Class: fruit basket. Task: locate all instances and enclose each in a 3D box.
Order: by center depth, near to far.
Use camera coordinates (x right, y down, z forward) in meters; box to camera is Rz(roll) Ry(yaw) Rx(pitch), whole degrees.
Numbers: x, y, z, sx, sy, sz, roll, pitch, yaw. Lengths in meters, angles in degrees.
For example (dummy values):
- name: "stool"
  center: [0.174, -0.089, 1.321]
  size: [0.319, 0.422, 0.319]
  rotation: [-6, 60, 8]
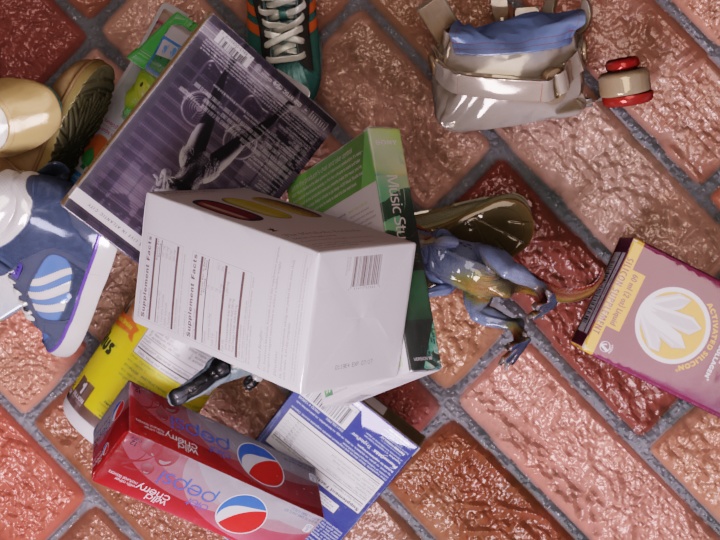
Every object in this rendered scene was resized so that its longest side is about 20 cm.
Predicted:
- name: "fruit basket"
  center: [-0.165, -0.117, 1.334]
  size: [0.185, 0.094, 0.201]
  rotation: [34, 87, 27]

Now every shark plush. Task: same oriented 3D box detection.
- name: "shark plush"
  center: [-0.078, 0.077, 1.318]
  size: [0.090, 0.200, 0.084]
  rotation: [34, 134, 14]

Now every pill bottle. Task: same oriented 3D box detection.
- name: "pill bottle"
  center: [-0.171, 0.071, 1.359]
  size: [0.109, 0.109, 0.201]
  rotation: [35, 92, 0]

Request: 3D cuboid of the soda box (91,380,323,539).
- name: "soda box"
  center: [-0.130, 0.175, 1.299]
  size: [0.199, 0.070, 0.064]
  rotation: [28, 116, -25]

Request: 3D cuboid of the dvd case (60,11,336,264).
- name: "dvd case"
  center: [-0.133, -0.090, 1.268]
  size: [0.148, 0.016, 0.201]
  rotation: [39, 87, -27]

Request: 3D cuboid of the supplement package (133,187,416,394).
- name: "supplement package"
  center: [-0.071, 0.010, 1.187]
  size: [0.199, 0.113, 0.111]
  rotation: [19, 106, 40]

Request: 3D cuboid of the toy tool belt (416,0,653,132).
- name: "toy tool belt"
  center: [0.154, -0.195, 1.336]
  size: [0.198, 0.125, 0.124]
  rotation: [-9, 100, 1]

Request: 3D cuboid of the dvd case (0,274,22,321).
- name: "dvd case"
  center: [-0.318, -0.046, 1.404]
  size: [0.199, 0.018, 0.143]
  rotation: [-31, 92, 2]

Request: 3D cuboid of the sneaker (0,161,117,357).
- name: "sneaker"
  center: [-0.296, -0.011, 1.323]
  size: [0.145, 0.200, 0.081]
  rotation: [17, 48, -15]

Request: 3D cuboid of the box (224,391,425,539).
- name: "box"
  center: [-0.046, 0.187, 1.378]
  size: [0.121, 0.032, 0.200]
  rotation: [38, 112, 0]

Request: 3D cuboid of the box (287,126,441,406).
- name: "box"
  center: [0.000, 0.000, 1.250]
  size: [0.036, 0.144, 0.202]
  rotation: [-4, 77, -32]

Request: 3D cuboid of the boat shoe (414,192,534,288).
- name: "boat shoe"
  center: [0.061, -0.022, 1.382]
  size: [0.199, 0.063, 0.074]
  rotation: [-22, 104, 9]

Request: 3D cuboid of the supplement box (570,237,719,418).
- name: "supplement box"
  center: [0.303, 0.062, 1.358]
  size: [0.199, 0.086, 0.111]
  rotation: [26, 92, 0]

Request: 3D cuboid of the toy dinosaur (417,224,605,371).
- name: "toy dinosaur"
  center: [0.081, 0.004, 1.331]
  size: [0.181, 0.199, 0.106]
  rotation: [42, 123, 26]

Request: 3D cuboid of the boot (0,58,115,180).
- name: "boot"
  center: [-0.332, -0.158, 1.342]
  size: [0.199, 0.066, 0.176]
  rotation: [36, 111, 12]

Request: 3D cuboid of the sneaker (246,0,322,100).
- name: "sneaker"
  center: [-0.074, -0.243, 1.359]
  size: [0.071, 0.080, 0.202]
  rotation: [-7, 92, 2]

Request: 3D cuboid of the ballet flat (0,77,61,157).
- name: "ballet flat"
  center: [-0.344, -0.121, 1.291]
  size: [0.198, 0.063, 0.069]
  rotation: [-4, 111, 30]
